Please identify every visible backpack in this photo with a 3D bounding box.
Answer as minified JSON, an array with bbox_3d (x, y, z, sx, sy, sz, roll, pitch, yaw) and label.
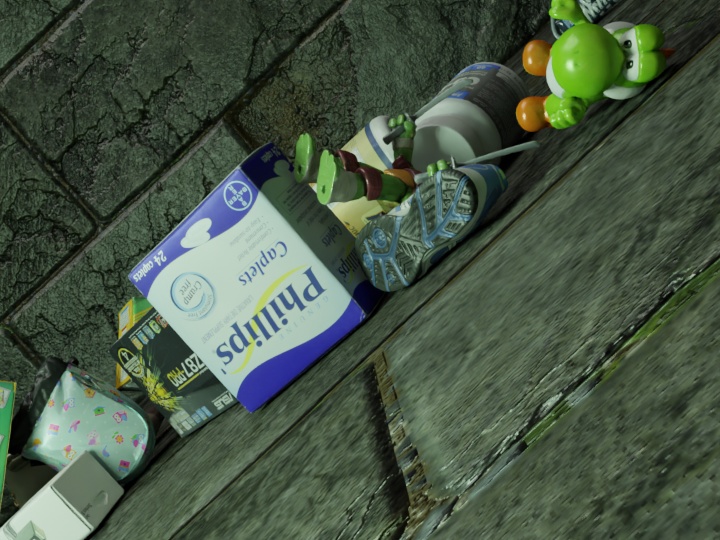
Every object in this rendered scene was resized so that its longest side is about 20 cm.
[{"bbox_3d":[-0.392,0.232,1.614,0.169,0.198,0.127,-64,6,-7],"label":"backpack"}]

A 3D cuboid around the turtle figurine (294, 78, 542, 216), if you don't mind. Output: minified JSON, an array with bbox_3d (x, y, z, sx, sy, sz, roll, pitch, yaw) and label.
[{"bbox_3d":[0.042,-0.123,1.151,0.191,0.145,0.201,2,-36,-28],"label":"turtle figurine"}]

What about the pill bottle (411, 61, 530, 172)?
[{"bbox_3d":[0.125,-0.163,1.333,0.114,0.114,0.200,-38,7,36],"label":"pill bottle"}]

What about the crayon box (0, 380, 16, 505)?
[{"bbox_3d":[-0.529,0.270,1.561,0.172,0.058,0.203,-36,49,56],"label":"crayon box"}]

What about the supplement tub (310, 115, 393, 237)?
[{"bbox_3d":[0.005,-0.103,1.582,0.200,0.145,0.145,-41,5,17],"label":"supplement tub"}]

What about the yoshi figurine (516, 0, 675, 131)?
[{"bbox_3d":[0.191,-0.183,1.011,0.112,0.113,0.200,-43,11,-13],"label":"yoshi figurine"}]

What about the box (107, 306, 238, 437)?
[{"bbox_3d":[-0.235,0.122,1.473,0.049,0.162,0.200,-46,7,-38],"label":"box"}]

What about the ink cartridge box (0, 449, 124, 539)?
[{"bbox_3d":[-0.426,0.350,1.495,0.200,0.084,0.146,-42,5,10],"label":"ink cartridge box"}]

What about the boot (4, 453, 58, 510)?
[{"bbox_3d":[-0.519,0.360,1.733,0.200,0.155,0.072,-42,5,6],"label":"boot"}]

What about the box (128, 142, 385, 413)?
[{"bbox_3d":[-0.104,0.008,1.180,0.184,0.200,0.105,-40,7,23],"label":"box"}]

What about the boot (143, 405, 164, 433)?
[{"bbox_3d":[-0.405,0.298,1.872,0.200,0.070,0.146,-39,9,44],"label":"boot"}]

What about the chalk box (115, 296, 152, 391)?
[{"bbox_3d":[-0.253,0.114,1.672,0.197,0.126,0.124,4,-15,-23],"label":"chalk box"}]

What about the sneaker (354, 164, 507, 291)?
[{"bbox_3d":[0.067,-0.040,1.082,0.077,0.076,0.199,-24,-6,-41],"label":"sneaker"}]

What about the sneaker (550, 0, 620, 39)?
[{"bbox_3d":[0.402,-0.469,1.951,0.108,0.070,0.200,-40,-4,-30],"label":"sneaker"}]
